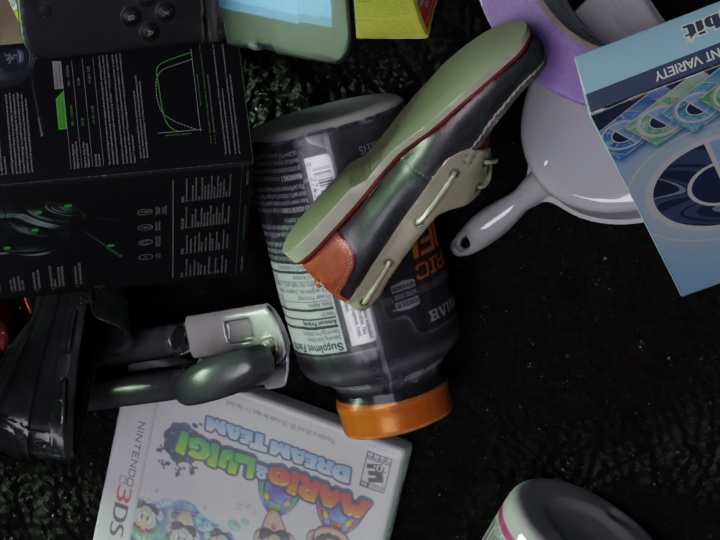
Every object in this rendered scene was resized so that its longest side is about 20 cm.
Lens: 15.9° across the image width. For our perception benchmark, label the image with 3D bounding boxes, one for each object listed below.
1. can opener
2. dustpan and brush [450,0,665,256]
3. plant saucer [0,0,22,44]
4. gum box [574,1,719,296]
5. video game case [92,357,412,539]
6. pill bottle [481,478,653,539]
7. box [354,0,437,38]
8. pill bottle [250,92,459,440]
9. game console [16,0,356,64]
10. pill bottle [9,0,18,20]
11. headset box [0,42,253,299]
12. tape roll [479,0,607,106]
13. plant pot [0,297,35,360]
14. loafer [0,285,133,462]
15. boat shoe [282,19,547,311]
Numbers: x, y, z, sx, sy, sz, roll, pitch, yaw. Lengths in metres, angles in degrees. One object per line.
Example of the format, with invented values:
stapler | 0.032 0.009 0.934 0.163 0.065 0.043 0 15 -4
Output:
can opener | -0.129 0.060 1.626 0.199 0.067 0.054 -10 94 36
dustpan and brush | 0.125 -0.068 1.550 0.200 0.057 0.140 -36 79 18
plant saucer | -0.285 -0.141 1.683 0.199 0.032 0.202 5 106 19
gum box | 0.227 -0.078 1.421 0.169 0.200 0.045 -20 55 12
video game case | -0.077 0.165 1.695 0.199 0.024 0.183 19 110 15
pill bottle | 0.098 0.240 1.604 0.113 0.113 0.201 33 114 9
box | 0.002 -0.224 1.474 0.050 0.076 0.200 3 144 18
pill bottle | 0.000 0.000 1.578 0.106 0.106 0.201 -10 101 22
game console | -0.103 -0.208 1.382 0.169 0.118 0.201 -8 108 -12
pill bottle | -0.174 -0.210 1.579 0.114 0.114 0.201 -22 97 24
headset box | -0.168 -0.059 1.530 0.198 0.174 0.093 -6 68 -6
tape roll | 0.165 -0.189 1.464 0.199 0.066 0.202 1 92 20
plant pot | -0.309 0.061 1.664 0.199 0.182 0.202 6 107 19
loafer | -0.173 0.031 1.622 0.070 0.202 0.068 13 153 14
boat shoe | 0.041 -0.059 1.468 0.062 0.071 0.200 40 110 -13
